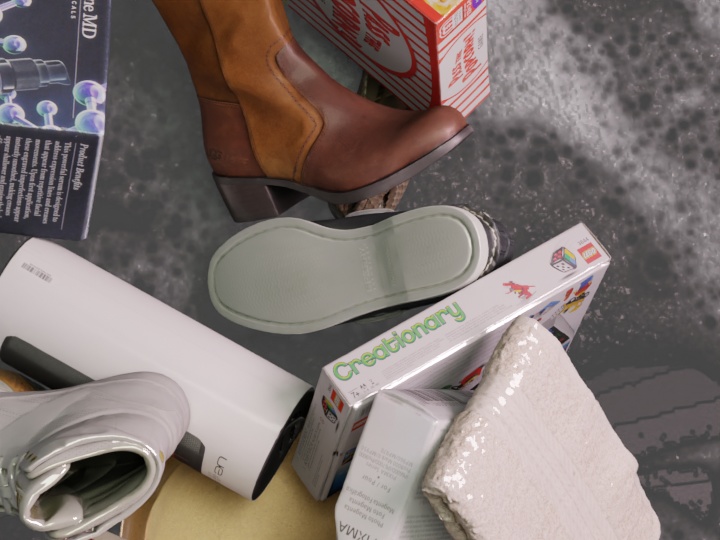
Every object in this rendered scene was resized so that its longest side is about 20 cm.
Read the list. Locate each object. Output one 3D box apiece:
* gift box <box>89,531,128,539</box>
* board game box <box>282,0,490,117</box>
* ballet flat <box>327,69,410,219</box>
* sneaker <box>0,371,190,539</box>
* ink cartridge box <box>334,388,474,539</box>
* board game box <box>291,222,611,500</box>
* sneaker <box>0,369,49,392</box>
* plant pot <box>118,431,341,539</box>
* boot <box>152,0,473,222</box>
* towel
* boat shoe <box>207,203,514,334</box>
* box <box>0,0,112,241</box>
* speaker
[{"bbox_3d":[-0.111,0.247,1.489,0.186,0.185,0.201,23,98,0],"label":"gift box"},{"bbox_3d":[-0.007,-0.189,1.600,0.200,0.152,0.046,41,75,19],"label":"board game box"},{"bbox_3d":[0.025,-0.122,1.675,0.067,0.046,0.201,20,77,-7],"label":"ballet flat"},{"bbox_3d":[-0.201,0.116,1.492,0.199,0.116,0.074,-18,105,9],"label":"sneaker"},{"bbox_3d":[0.030,0.170,1.557,0.057,0.162,0.201,29,101,26],"label":"ink cartridge box"},{"bbox_3d":[0.054,0.056,1.588,0.199,0.126,0.035,-29,69,-25],"label":"board game box"},{"bbox_3d":[-0.233,0.101,1.585,0.199,0.075,0.088,33,93,-1],"label":"sneaker"},{"bbox_3d":[-0.052,0.177,1.617,0.198,0.027,0.202,2,79,-11],"label":"plant pot"},{"bbox_3d":[-0.038,-0.141,1.590,0.068,0.187,0.201,-33,109,-46],"label":"boot"},{"bbox_3d":[0.111,0.141,1.530,0.200,0.034,0.133,56,51,-34],"label":"towel"},{"bbox_3d":[0.000,0.000,1.611,0.199,0.060,0.076,-3,88,30],"label":"boat shoe"},{"bbox_3d":[-0.253,-0.116,1.568,0.198,0.107,0.149,6,53,-10],"label":"box"},{"bbox_3d":[-0.129,0.059,1.579,0.199,0.081,0.082,29,76,7],"label":"speaker"}]
